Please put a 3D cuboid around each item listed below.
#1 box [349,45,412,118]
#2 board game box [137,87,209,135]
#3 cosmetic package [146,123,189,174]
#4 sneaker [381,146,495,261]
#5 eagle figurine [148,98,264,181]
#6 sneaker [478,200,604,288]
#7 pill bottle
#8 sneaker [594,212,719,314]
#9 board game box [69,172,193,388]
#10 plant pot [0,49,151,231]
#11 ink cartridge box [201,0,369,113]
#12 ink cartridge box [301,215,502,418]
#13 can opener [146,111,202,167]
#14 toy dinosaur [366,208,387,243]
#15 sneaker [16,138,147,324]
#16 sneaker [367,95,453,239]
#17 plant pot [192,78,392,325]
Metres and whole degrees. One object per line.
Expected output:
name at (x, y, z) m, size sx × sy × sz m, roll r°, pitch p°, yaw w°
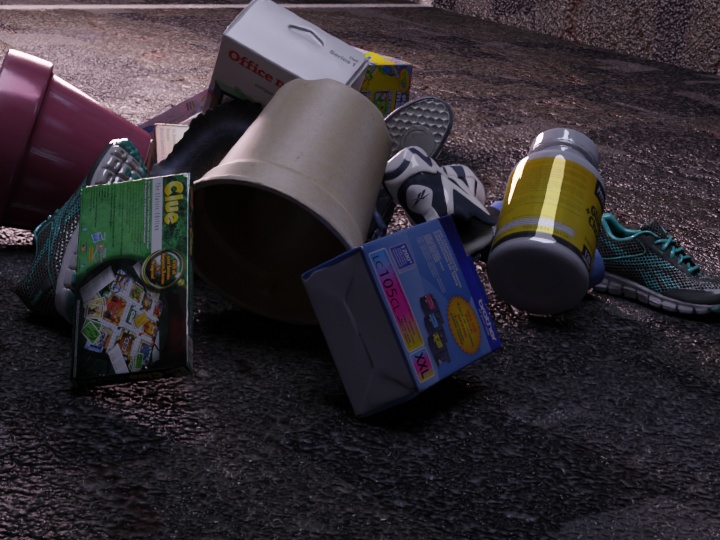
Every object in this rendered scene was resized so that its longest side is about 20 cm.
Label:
box at (-0.055, -0.294, 2.354) m, size 0.192 × 0.123 × 0.199 m, roll -8°, pitch 22°, yaw -39°
board game box at (-0.198, -0.192, 1.917) m, size 0.198 × 0.044 × 0.200 m, roll -24°, pitch -5°, yaw 31°
cosmetic package at (-0.146, -0.103, 1.706) m, size 0.198 × 0.088 × 0.104 m, roll 1°, pitch 52°, yaw -16°
sneaker at (0.106, -0.055, 1.614) m, size 0.130 × 0.079 × 0.199 m, roll 59°, pitch 12°, yaw 24°
eagle figurine at (-0.166, -0.066, 1.532) m, size 0.199 × 0.152 × 0.151 m, roll -34°, pitch 64°, yaw -27°
sneaker at (0.190, -0.020, 1.688) m, size 0.078 × 0.071 × 0.199 m, roll -24°, pitch 33°, yaw -31°
pill bottle at (0.208, -0.059, 1.592) m, size 0.111 × 0.113 × 0.201 m, roll 10°, pitch 50°, yaw 10°
sneaker at (0.338, -0.010, 1.655) m, size 0.199 × 0.092 × 0.077 m, roll 15°, pitch 20°, yaw 25°
board game box at (-0.197, 0.006, 1.272) m, size 0.104 × 0.024 × 0.201 m, roll -8°, pitch 57°, yaw 7°
plant pot at (-0.335, -0.120, 1.610) m, size 0.178 × 0.201 × 0.200 m, roll 20°, pitch 14°, yaw -14°
ink cartridge box at (-0.092, -0.172, 1.586) m, size 0.144 × 0.201 × 0.084 m, roll 30°, pitch 47°, yaw 6°
ink cartridge box at (0.047, 0.033, 1.305) m, size 0.076 × 0.137 × 0.200 m, roll -22°, pitch 0°, yaw 31°
can opener at (-0.226, -0.144, 1.771) m, size 0.199 × 0.053 × 0.067 m, roll -25°, pitch 24°, yaw 10°
toy dinosaur at (0.000, 0.000, 1.566) m, size 0.104 × 0.201 × 0.181 m, roll -21°, pitch -5°, yaw -25°
sneaker at (-0.271, -0.043, 1.394) m, size 0.090 × 0.078 × 0.201 m, roll 2°, pitch 57°, yaw 26°
sneaker at (0.033, -0.117, 1.719) m, size 0.077 × 0.203 × 0.146 m, roll 39°, pitch 2°, yaw 1°
plant pot at (-0.058, -0.081, 1.426) m, size 0.199 × 0.201 × 0.184 m, roll 13°, pitch 53°, yaw 18°
